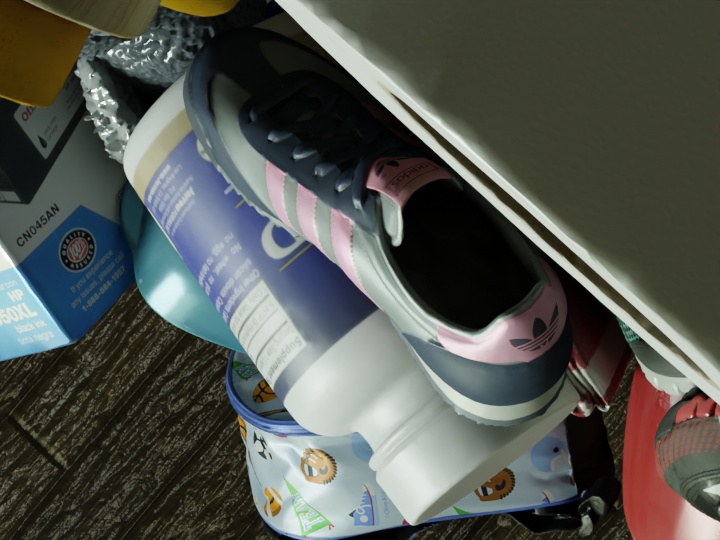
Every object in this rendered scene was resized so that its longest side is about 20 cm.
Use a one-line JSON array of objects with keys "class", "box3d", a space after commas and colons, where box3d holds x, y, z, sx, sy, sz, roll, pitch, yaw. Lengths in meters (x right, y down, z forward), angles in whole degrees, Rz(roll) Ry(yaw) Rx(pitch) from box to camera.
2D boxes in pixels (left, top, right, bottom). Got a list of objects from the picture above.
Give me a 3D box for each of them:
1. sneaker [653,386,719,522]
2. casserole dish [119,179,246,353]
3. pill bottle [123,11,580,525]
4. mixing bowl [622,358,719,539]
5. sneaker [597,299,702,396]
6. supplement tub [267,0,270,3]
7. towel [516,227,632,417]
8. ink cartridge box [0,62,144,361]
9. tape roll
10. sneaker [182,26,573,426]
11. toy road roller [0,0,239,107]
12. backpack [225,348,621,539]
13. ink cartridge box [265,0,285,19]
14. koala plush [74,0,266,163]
[{"class": "sneaker", "box3d": [0.180, 0.101, 0.841, 0.071, 0.098, 0.200, 38, 164, -34]}, {"class": "casserole dish", "box3d": [-0.014, -0.012, 1.006, 0.198, 0.122, 0.039, 19, 146, -14]}, {"class": "pill bottle", "box3d": [0.000, 0.000, 0.908, 0.201, 0.119, 0.120, 54, -175, 11]}, {"class": "mixing bowl", "box3d": [0.201, 0.114, 1.034, 0.199, 0.109, 0.200, 27, -172, -4]}, {"class": "sneaker", "box3d": [0.124, -0.010, 0.967, 0.091, 0.078, 0.200, 44, 180, -21]}, {"class": "supplement tub", "box3d": [-0.073, -0.159, 1.210, 0.200, 0.132, 0.132, 41, -177, -18]}, {"class": "towel", "box3d": [0.071, -0.032, 1.027, 0.201, 0.023, 0.144, 61, -164, -2]}, {"class": "ink cartridge box", "box3d": [-0.171, -0.080, 1.009, 0.084, 0.145, 0.201, -12, 118, 46]}, {"class": "tape roll", "box3d": [0.065, -0.032, 0.485, 0.202, 0.071, 0.202, 42, -178, -2]}, {"class": "sneaker", "box3d": [0.007, -0.034, 0.804, 0.200, 0.070, 0.082, 43, 162, 17]}, {"class": "toy road roller", "box3d": [-0.057, -0.116, 0.517, 0.145, 0.124, 0.200, 21, -165, -35]}, {"class": "backpack", "box3d": [0.024, 0.062, 1.132, 0.200, 0.189, 0.155, -111, 3, -74]}, {"class": "ink cartridge box", "box3d": [-0.007, -0.068, 1.143, 0.200, 0.094, 0.044, 38, -158, -51]}, {"class": "koala plush", "box3d": [-0.101, -0.138, 0.923, 0.183, 0.178, 0.200, 28, 167, 32]}]
